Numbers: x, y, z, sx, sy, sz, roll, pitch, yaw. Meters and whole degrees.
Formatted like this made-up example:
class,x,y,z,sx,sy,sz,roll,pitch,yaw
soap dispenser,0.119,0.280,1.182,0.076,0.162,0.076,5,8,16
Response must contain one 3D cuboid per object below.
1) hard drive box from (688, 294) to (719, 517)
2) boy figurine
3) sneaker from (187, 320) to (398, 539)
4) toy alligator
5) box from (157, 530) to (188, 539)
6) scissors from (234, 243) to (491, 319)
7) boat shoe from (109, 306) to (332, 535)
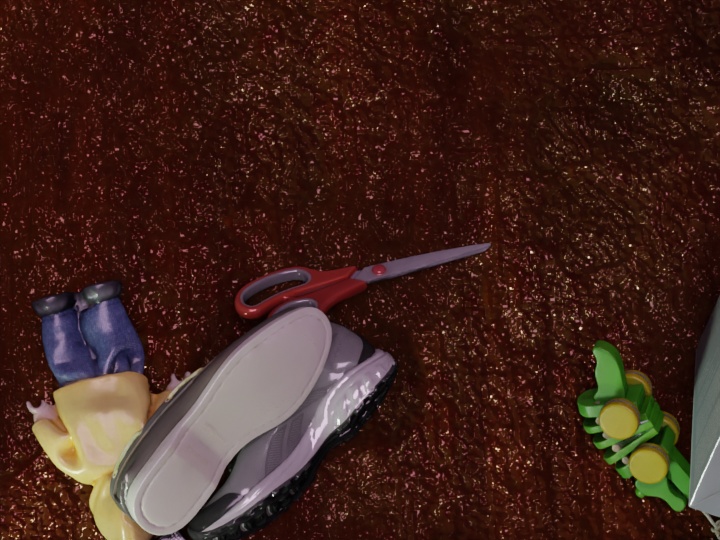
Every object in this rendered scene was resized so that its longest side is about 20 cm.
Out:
class,x,y,z,sx,sy,sz,roll,pitch,yaw
hard drive box,0.323,0.106,1.438,0.155,0.200,0.077,18,123,1
boy figurine,-0.181,0.110,1.485,0.123,0.064,0.201,-16,85,-5
sneaker,-0.060,0.123,1.490,0.079,0.074,0.200,40,77,12
toy alligator,0.216,0.143,1.506,0.054,0.059,0.201,-28,103,29
box,-0.131,0.316,1.471,0.160,0.044,0.200,-41,86,-6
scissors,0.000,0.000,1.525,0.199,0.014,0.073,-26,45,-20
boat shoe,-0.103,0.099,1.438,0.202,0.060,0.072,-48,122,-14
